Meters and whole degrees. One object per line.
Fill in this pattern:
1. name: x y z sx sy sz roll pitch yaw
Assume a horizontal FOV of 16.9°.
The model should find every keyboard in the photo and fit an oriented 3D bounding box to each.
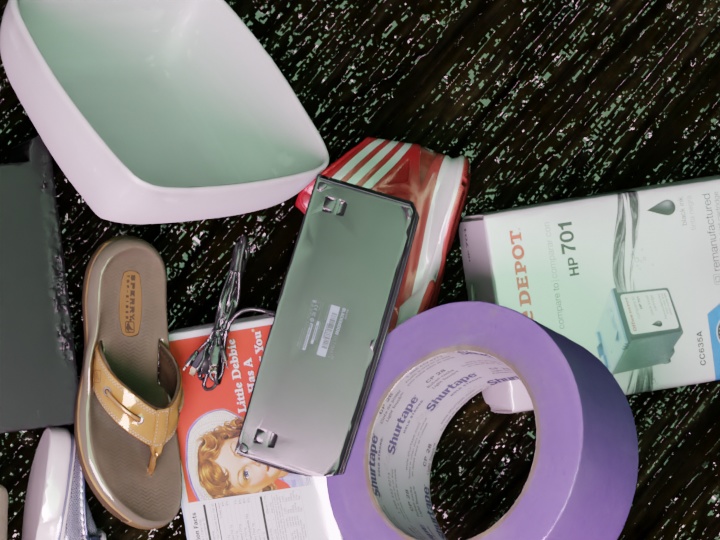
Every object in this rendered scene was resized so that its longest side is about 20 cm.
1. keyboard: -0.045 0.034 1.651 0.127 0.021 0.201 17 89 4

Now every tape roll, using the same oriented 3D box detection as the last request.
1. tape roll: 0.081 0.127 1.636 0.085 0.199 0.201 28 83 -53

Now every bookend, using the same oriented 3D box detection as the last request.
1. bookend: -0.304 0.018 1.655 0.199 0.092 0.200 -8 91 -18

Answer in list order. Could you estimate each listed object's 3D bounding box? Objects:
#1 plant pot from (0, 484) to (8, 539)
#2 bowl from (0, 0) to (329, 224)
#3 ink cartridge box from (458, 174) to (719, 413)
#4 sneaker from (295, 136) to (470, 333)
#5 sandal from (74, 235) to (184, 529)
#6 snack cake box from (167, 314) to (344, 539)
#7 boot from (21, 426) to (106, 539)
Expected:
1. plant pot: -0.314 0.227 1.631 0.199 0.200 0.184 9 78 -9
2. bowl: -0.144 -0.109 1.654 0.199 0.075 0.200 -8 56 -46
3. ink cartridge box: 0.184 0.017 1.758 0.199 0.086 0.147 -9 91 -11
4. sneaker: 0.000 0.000 1.745 0.115 0.078 0.201 18 85 7
5. sandal: -0.149 0.076 1.643 0.080 0.054 0.201 0 89 -39
6. snack cake box: -0.068 0.133 1.705 0.114 0.067 0.201 -9 91 15
7. boot: -0.191 0.211 1.707 0.090 0.073 0.201 5 97 -17
